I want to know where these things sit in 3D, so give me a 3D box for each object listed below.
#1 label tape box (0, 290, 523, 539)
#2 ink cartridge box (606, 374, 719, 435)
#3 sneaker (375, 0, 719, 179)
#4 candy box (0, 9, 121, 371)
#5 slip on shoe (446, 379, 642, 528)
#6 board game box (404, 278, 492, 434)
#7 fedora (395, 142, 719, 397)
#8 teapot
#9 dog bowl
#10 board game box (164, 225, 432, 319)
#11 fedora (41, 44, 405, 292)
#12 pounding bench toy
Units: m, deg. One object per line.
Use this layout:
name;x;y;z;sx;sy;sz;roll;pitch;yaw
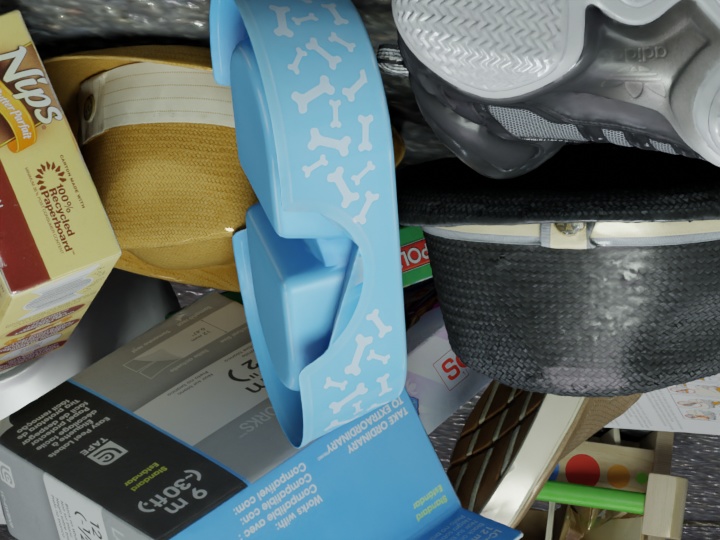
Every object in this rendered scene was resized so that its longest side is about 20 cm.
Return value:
label tape box;-0.050;0.093;0.907;0.143;0.066;0.200;-31;-145;-32
ink cartridge box;0.188;0.062;1.296;0.173;0.044;0.200;2;164;17
sneaker;0.102;-0.072;0.776;0.199;0.076;0.114;15;165;-6
candy box;-0.167;-0.027;0.942;0.055;0.116;0.200;-21;173;-20
slip on shoe;0.104;0.050;0.970;0.061;0.200;0.076;37;152;-17
board game box;0.008;0.058;1.120;0.041;0.199;0.200;56;150;-8
fedora;0.104;0.000;0.875;0.200;0.092;0.201;-3;-169;1
teapot;-0.197;0.030;1.130;0.199;0.198;0.146;-9;146;10
dog bowl;-0.020;-0.024;0.837;0.049;0.201;0.112;-12;-147;-12
board game box;0.000;0.000;1.058;0.134;0.029;0.200;-19;180;-30
fedora;-0.076;-0.038;0.961;0.200;0.082;0.201;6;165;2
pounding bench toy;0.154;0.176;1.582;0.155;0.125;0.200;9;165;-4
